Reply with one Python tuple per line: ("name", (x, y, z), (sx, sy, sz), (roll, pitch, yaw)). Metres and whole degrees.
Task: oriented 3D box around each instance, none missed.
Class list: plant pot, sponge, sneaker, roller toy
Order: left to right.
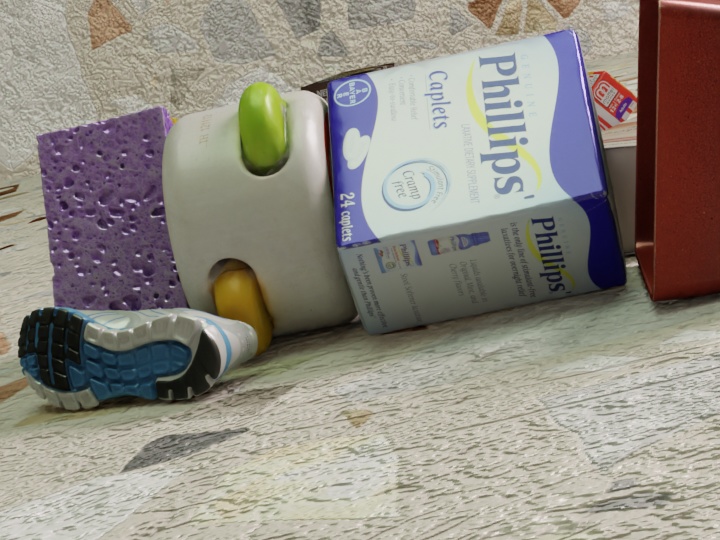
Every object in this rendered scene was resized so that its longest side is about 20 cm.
("sponge", (-0.196, -0.025, 1.511), (0.111, 0.201, 0.030), (-10, -13, 9))
("sneaker", (-0.162, 0.060, 1.377), (0.199, 0.075, 0.087), (2, 8, 32))
("roller toy", (-0.078, -0.037, 1.460), (0.139, 0.201, 0.182), (-11, -1, 8))
("plant pot", (0.286, -0.092, 1.313), (0.175, 0.201, 0.200), (1, 11, 5))

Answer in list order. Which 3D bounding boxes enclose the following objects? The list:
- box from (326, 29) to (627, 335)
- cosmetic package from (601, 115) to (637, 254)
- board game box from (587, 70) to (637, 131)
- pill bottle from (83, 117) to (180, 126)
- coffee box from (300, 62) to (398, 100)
("box", (0.084, -0.068, 1.399), (0.199, 0.105, 0.185), (-11, 47, 8))
("cosmetic package", (0.240, -0.077, 1.551), (0.103, 0.088, 0.200), (-5, 12, 33))
("board game box", (0.156, -0.106, 1.710), (0.152, 0.046, 0.200), (-57, 18, -7))
("pill bottle", (-0.144, -0.071, 1.602), (0.199, 0.110, 0.109), (11, 5, -11))
("coffee box", (-0.012, -0.312, 3.345), (0.112, 0.080, 0.200), (-8, 10, 23))
